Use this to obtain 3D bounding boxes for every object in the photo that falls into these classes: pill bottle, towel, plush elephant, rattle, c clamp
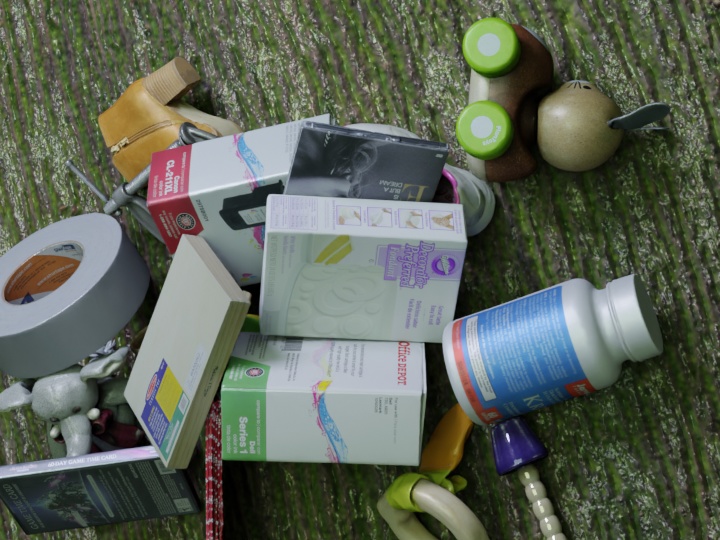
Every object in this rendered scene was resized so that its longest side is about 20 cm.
[{"bbox_3d":[0.191,0.074,1.472,0.199,0.112,0.113,-20,78,20],"label":"pill bottle"},{"bbox_3d":[-0.153,0.214,1.568,0.022,0.145,0.202,-1,98,-7],"label":"towel"},{"bbox_3d":[-0.299,0.159,1.635,0.164,0.155,0.201,-24,77,18],"label":"plush elephant"},{"bbox_3d":[0.125,0.262,1.525,0.200,0.143,0.130,39,132,5],"label":"rattle"},{"bbox_3d":[-0.207,-0.096,1.624,0.199,0.027,0.171,-29,112,35],"label":"c clamp"}]

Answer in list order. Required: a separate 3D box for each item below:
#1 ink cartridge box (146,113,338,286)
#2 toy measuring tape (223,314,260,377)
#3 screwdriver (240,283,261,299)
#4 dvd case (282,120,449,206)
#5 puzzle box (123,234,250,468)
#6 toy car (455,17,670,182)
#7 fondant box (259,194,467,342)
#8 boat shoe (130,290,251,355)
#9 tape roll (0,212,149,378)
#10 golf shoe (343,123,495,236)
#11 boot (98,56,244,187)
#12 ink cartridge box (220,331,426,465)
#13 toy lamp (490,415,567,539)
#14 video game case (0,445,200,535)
[{"bbox_3d":[-0.104,-0.067,1.554,0.199,0.146,0.083,-12,44,10],"label":"ink cartridge box"},{"bbox_3d":[-0.089,0.078,1.601,0.199,0.073,0.074,-6,82,26],"label":"toy measuring tape"},{"bbox_3d":[-0.170,0.045,1.668,0.199,0.028,0.029,-30,44,20],"label":"screwdriver"},{"bbox_3d":[-0.007,-0.059,1.496,0.148,0.201,0.016,8,44,-11],"label":"dvd case"},{"bbox_3d":[-0.179,0.082,1.508,0.133,0.025,0.201,49,123,47],"label":"puzzle box"},{"bbox_3d":[0.206,-0.162,1.471,0.198,0.164,0.159,5,87,12],"label":"toy car"},{"bbox_3d":[0.000,0.000,1.502,0.198,0.145,0.058,2,43,-5],"label":"fondant box"},{"bbox_3d":[-0.185,0.065,1.590,0.200,0.064,0.072,-35,28,48],"label":"boat shoe"},{"bbox_3d":[-0.335,0.025,1.648,0.199,0.066,0.201,-19,34,14],"label":"tape roll"},{"bbox_3d":[0.047,-0.106,1.560,0.199,0.091,0.076,28,97,23],"label":"golf shoe"},{"bbox_3d":[-0.203,-0.126,1.683,0.144,0.071,0.202,-36,86,31],"label":"boot"},{"bbox_3d":[-0.035,0.128,1.501,0.198,0.145,0.085,2,109,1],"label":"ink cartridge box"},{"bbox_3d":[0.184,0.244,1.488,0.058,0.058,0.201,-28,75,17],"label":"toy lamp"},{"bbox_3d":[-0.283,0.237,1.603,0.198,0.143,0.019,-7,56,2],"label":"video game case"}]
